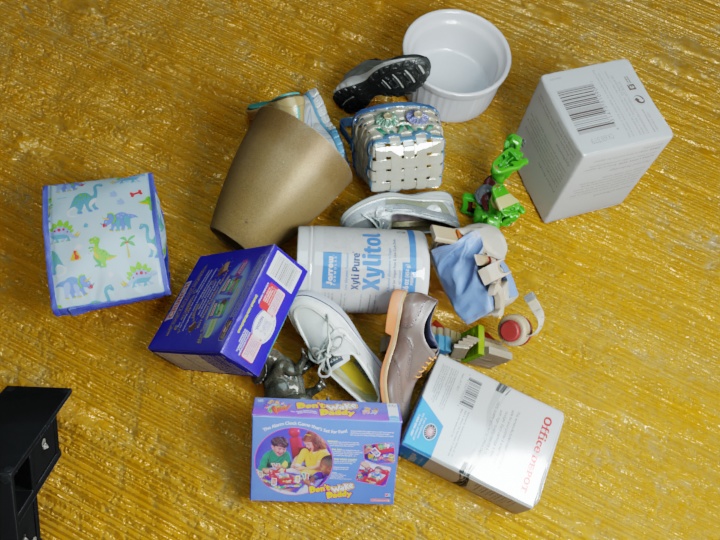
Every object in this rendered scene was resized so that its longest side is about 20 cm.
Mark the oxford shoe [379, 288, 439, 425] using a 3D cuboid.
[{"bbox_3d":[0.072,0.131,0.990,0.072,0.071,0.203,7,100,18],"label":"oxford shoe"}]

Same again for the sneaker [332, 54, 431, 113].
[{"bbox_3d":[0.036,-0.345,1.219,0.198,0.074,0.080,-7,56,39],"label":"sneaker"}]

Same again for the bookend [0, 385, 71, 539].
[{"bbox_3d":[-0.444,0.286,0.891,0.091,0.199,0.203,3,108,-4],"label":"bookend"}]

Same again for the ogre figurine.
[{"bbox_3d":[0.223,-0.120,1.153,0.097,0.120,0.202,2,65,-9],"label":"ogre figurine"}]

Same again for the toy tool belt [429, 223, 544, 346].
[{"bbox_3d":[0.169,0.023,1.003,0.122,0.124,0.202,-1,62,-56],"label":"toy tool belt"}]

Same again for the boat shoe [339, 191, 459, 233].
[{"bbox_3d":[0.066,-0.084,1.147,0.199,0.075,0.065,-6,60,-16],"label":"boat shoe"}]

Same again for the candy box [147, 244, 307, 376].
[{"bbox_3d":[-0.191,0.058,0.986,0.077,0.199,0.170,42,60,-34],"label":"candy box"}]

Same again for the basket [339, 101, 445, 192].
[{"bbox_3d":[0.064,-0.221,1.186,0.174,0.141,0.201,-7,31,-10],"label":"basket"}]

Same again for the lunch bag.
[{"bbox_3d":[-0.378,-0.032,1.046,0.168,0.128,0.202,-11,56,-11],"label":"lunch bag"}]

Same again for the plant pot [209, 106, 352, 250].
[{"bbox_3d":[-0.144,-0.120,1.098,0.185,0.187,0.201,33,77,10],"label":"plant pot"}]

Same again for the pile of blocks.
[{"bbox_3d":[0.130,0.101,1.058,0.197,0.082,0.063,6,64,-3],"label":"pile of blocks"}]

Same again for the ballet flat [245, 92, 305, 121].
[{"bbox_3d":[-0.146,-0.258,1.172,0.068,0.200,0.064,-16,104,-21],"label":"ballet flat"}]

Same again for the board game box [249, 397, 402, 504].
[{"bbox_3d":[-0.049,0.247,0.944,0.197,0.136,0.045,4,20,-4],"label":"board game box"}]

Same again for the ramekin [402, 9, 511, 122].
[{"bbox_3d":[0.169,-0.372,1.281,0.198,0.098,0.203,2,65,-4],"label":"ramekin"}]

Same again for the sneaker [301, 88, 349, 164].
[{"bbox_3d":[-0.081,-0.225,1.205,0.086,0.075,0.201,-22,57,-7],"label":"sneaker"}]

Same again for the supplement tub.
[{"bbox_3d":[0.000,0.000,1.067,0.197,0.132,0.134,2,64,-5],"label":"supplement tub"}]

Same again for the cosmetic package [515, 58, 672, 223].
[{"bbox_3d":[0.376,-0.214,1.168,0.163,0.201,0.166,-14,66,-11],"label":"cosmetic package"}]

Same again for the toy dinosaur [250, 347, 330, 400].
[{"bbox_3d":[-0.102,0.178,1.012,0.101,0.077,0.202,-27,85,3],"label":"toy dinosaur"}]

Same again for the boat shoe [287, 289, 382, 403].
[{"bbox_3d":[-0.038,0.120,0.992,0.074,0.086,0.203,-34,102,20],"label":"boat shoe"}]

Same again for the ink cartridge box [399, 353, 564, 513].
[{"bbox_3d":[0.169,0.235,0.996,0.198,0.085,0.147,26,65,6],"label":"ink cartridge box"}]
